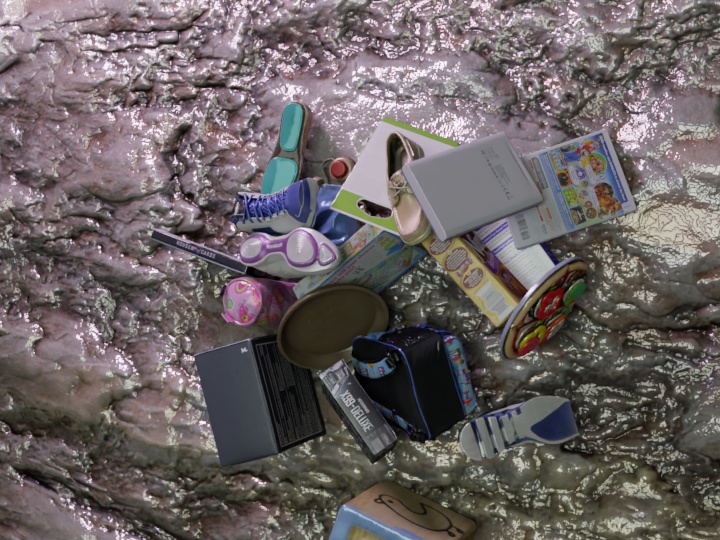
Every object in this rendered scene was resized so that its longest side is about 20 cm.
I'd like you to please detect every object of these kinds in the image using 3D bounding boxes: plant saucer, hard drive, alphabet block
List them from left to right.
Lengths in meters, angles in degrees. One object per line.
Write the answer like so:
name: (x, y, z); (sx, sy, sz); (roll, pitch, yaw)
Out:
plant saucer: (-0.049, 0.093, 1.716); (0.200, 0.200, 0.030); (-40, 44, 17)
alphabet block: (0.056, 0.490, 1.660); (0.195, 0.200, 0.197); (23, 99, 19)
hard drive: (0.175, -0.132, 1.551); (0.132, 0.200, 0.025); (62, 150, 12)

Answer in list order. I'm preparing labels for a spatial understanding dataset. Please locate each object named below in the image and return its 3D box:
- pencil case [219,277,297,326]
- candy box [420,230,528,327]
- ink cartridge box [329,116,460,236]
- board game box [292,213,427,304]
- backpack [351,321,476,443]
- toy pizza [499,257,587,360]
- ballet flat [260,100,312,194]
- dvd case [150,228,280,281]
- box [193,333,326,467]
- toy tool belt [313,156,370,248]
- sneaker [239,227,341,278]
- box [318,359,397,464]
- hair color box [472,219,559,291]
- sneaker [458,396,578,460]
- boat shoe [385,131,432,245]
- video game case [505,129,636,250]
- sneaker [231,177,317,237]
pencil case: (-0.162, 0.058, 1.738); (0.087, 0.200, 0.088); (-1, 87, 25)
candy box: (0.182, -0.004, 1.583); (0.200, 0.117, 0.056); (47, 108, 14)
ink cartridge box: (0.060, -0.141, 1.667); (0.148, 0.076, 0.200); (23, 67, 20)
board game box: (0.000, 0.000, 1.709); (0.200, 0.134, 0.034); (-40, 54, 16)
backpack: (0.077, 0.176, 1.674); (0.200, 0.134, 0.183); (8, 120, 60)
toy pizza: (0.294, 0.066, 1.561); (0.032, 0.200, 0.200); (40, 104, 27)
ballet flat: (-0.125, -0.204, 1.791); (0.068, 0.067, 0.201); (21, 99, 13)
dvd case: (-0.259, -0.024, 1.801); (0.200, 0.150, 0.025); (21, 89, 19)
box: (-0.174, 0.219, 1.746); (0.123, 0.198, 0.201); (-17, 84, 20)
toy tool belt: (-0.049, -0.102, 1.733); (0.125, 0.123, 0.201); (4, 92, 21)
sneaker: (-0.104, -0.025, 1.662); (0.200, 0.100, 0.075); (6, 76, 37)
box: (-0.005, 0.242, 1.680); (0.050, 0.200, 0.158); (-34, 77, -9)
hair color box: (0.245, -0.030, 1.652); (0.109, 0.065, 0.200); (-38, 79, 18)
sneaker: (0.245, 0.253, 1.642); (0.199, 0.115, 0.081); (-12, 88, -9)
boat shoe: (0.069, -0.131, 1.564); (0.072, 0.065, 0.200); (-22, 52, 28)
video game case: (0.324, -0.130, 1.607); (0.199, 0.018, 0.144); (-18, 78, 3)
sneaker: (-0.152, -0.096, 1.675); (0.199, 0.115, 0.081); (151, 122, -62)
